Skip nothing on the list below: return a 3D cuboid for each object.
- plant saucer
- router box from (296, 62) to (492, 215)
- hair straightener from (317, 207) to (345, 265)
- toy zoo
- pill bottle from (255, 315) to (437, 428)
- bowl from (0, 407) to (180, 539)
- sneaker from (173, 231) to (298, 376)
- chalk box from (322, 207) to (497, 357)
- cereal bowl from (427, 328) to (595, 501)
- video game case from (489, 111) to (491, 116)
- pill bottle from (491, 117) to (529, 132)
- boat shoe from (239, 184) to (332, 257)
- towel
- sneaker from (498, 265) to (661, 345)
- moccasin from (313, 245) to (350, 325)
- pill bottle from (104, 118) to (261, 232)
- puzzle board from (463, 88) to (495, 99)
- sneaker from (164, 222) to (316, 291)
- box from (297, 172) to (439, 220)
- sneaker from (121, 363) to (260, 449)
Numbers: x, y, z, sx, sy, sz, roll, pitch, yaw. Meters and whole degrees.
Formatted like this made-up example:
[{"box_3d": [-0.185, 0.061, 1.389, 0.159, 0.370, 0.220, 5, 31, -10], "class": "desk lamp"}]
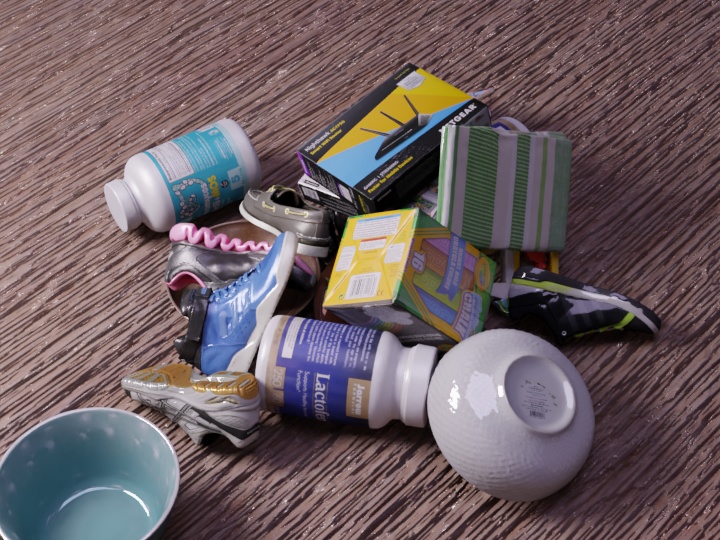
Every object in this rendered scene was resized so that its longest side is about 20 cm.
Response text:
[{"box_3d": [-0.150, 0.016, 1.664, 0.199, 0.037, 0.201, 0, 46, 0], "class": "plant saucer"}, {"box_3d": [0.043, -0.161, 1.606, 0.200, 0.051, 0.149, -40, 50, -19], "class": "router box"}, {"box_3d": [-0.038, -0.058, 1.739, 0.077, 0.041, 0.201, -5, 50, -3], "class": "hair straightener"}, {"box_3d": [0.191, -0.041, 1.646, 0.131, 0.020, 0.201, 1, 84, -18], "class": "toy zoo"}, {"box_3d": [-0.015, 0.121, 1.504, 0.199, 0.116, 0.116, 8, 46, 9], "class": "pill bottle"}, {"box_3d": [-0.287, 0.257, 1.385, 0.200, 0.105, 0.201, -1, 47, 1], "class": "bowl"}, {"box_3d": [-0.155, 0.031, 1.542, 0.111, 0.201, 0.077, 24, 10, -2], "class": "sneaker"}, {"box_3d": [0.076, 0.027, 1.542, 0.124, 0.200, 0.124, -6, 61, 44], "class": "chalk box"}, {"box_3d": [0.180, 0.151, 1.438, 0.199, 0.083, 0.201, 13, 58, -21], "class": "cereal bowl"}, {"box_3d": [0.072, -0.181, 1.778, 0.143, 0.018, 0.200, -29, 12, -25], "class": "video game case"}, {"box_3d": [0.138, -0.114, 1.715, 0.199, 0.116, 0.116, -28, 51, -19], "class": "pill bottle"}, {"box_3d": [-0.094, -0.075, 1.656, 0.072, 0.061, 0.202, 5, 17, -32], "class": "boat shoe"}, {"box_3d": [0.179, -0.101, 1.593, 0.199, 0.153, 0.023, 1, 4, -34], "class": "towel"}, {"box_3d": [0.272, 0.058, 1.609, 0.199, 0.072, 0.083, 18, 87, 6], "class": "sneaker"}, {"box_3d": [0.001, 0.001, 1.627, 0.074, 0.078, 0.202, 38, 62, -12], "class": "moccasin"}, {"box_3d": [-0.243, -0.122, 1.747, 0.199, 0.111, 0.111, -26, 51, -21], "class": "pill bottle"}, {"box_3d": [0.075, -0.212, 1.828, 0.200, 0.017, 0.151, -30, 12, -25], "class": "puzzle board"}, {"box_3d": [-0.155, 0.009, 1.611, 0.199, 0.079, 0.096, 13, 70, 13], "class": "sneaker"}, {"box_3d": [0.031, -0.109, 1.629, 0.199, 0.035, 0.110, 22, 62, 31], "class": "box"}, {"box_3d": [-0.201, 0.162, 1.500, 0.199, 0.088, 0.076, 5, 20, 38], "class": "sneaker"}]
